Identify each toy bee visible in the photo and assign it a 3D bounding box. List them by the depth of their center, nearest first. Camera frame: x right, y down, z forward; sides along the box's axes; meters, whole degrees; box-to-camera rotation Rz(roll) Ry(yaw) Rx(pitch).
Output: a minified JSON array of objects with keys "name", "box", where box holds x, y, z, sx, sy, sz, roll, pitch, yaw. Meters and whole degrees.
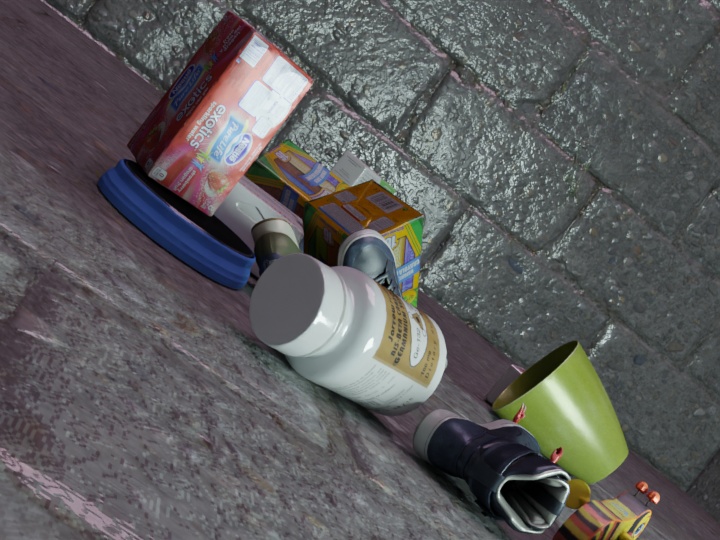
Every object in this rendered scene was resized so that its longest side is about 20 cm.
[{"name":"toy bee","box":[0.285,0.282,1.199,0.131,0.109,0.200,37,4,14]}]

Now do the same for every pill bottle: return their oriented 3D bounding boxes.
[{"name":"pill bottle","box":[-0.012,0.061,1.021,0.200,0.115,0.114,33,6,-48]}]

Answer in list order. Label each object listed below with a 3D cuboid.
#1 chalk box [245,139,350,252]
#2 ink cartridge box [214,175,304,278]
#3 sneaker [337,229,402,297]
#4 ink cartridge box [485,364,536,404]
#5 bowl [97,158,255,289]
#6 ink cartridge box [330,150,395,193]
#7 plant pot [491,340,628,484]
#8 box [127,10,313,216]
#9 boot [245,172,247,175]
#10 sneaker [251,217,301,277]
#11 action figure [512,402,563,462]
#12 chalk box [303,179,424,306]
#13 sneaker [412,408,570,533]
[{"name":"chalk box","box":[-0.087,-0.085,1.647,0.199,0.125,0.124,37,32,6]},{"name":"ink cartridge box","box":[-0.154,-0.069,1.413,0.146,0.085,0.200,37,5,-7]},{"name":"sneaker","box":[0.042,0.056,1.290,0.146,0.076,0.203,51,-16,47]},{"name":"ink cartridge box","box":[0.340,0.268,1.953,0.200,0.085,0.145,39,4,17]},{"name":"bowl","box":[-0.201,-0.055,1.186,0.200,0.039,0.201,38,5,-4]},{"name":"ink cartridge box","box":[-0.037,-0.153,2.430,0.084,0.200,0.145,43,7,35]},{"name":"plant pot","box":[0.357,0.256,1.796,0.201,0.187,0.187,52,4,0]},{"name":"box","box":[-0.161,-0.178,1.202,0.099,0.201,0.095,34,7,-37]},{"name":"boot","box":[-0.268,-0.227,2.240,0.166,0.072,0.200,39,7,-18]},{"name":"sneaker","box":[-0.074,0.028,1.277,0.200,0.067,0.090,55,19,-50]},{"name":"action figure","box":[0.212,0.226,1.286,0.065,0.099,0.200,38,6,27]},{"name":"chalk box","box":[0.000,0.000,1.467,0.123,0.202,0.125,-20,40,-31]},{"name":"sneaker","box":[0.161,0.207,1.060,0.146,0.078,0.202,27,6,41]}]
